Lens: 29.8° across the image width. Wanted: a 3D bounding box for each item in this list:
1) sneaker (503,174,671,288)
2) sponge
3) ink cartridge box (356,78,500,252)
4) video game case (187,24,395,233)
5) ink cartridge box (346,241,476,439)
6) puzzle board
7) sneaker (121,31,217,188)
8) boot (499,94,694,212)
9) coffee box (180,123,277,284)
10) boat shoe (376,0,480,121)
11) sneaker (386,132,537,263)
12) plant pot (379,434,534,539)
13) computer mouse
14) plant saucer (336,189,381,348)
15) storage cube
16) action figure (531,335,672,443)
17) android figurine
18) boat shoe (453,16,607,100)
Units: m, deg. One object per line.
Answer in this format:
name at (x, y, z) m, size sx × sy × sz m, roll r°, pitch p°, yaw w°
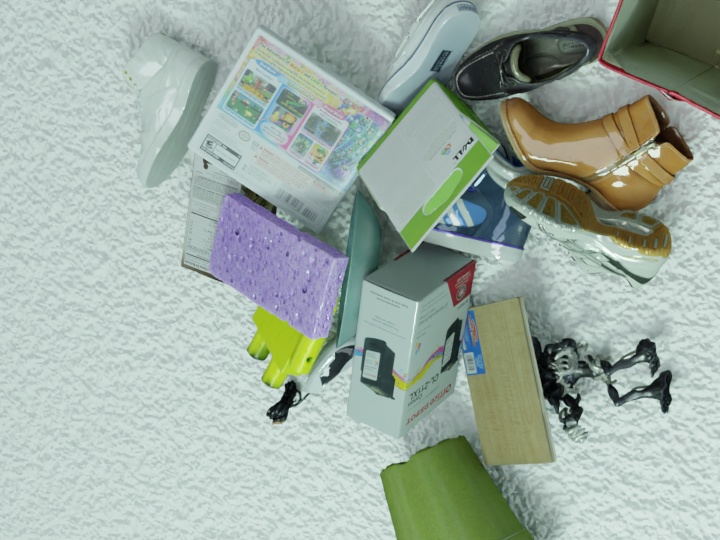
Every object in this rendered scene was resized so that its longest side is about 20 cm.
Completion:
sneaker at (0.250, -0.038, 1.548) m, size 0.199 × 0.076 × 0.088 m, roll 25°, pitch 141°, yaw 11°
sponge at (-0.106, -0.007, 1.674) m, size 0.200 × 0.030 × 0.112 m, roll 31°, pitch 117°, yaw 34°
ink cartridge box at (0.093, -0.109, 1.575) m, size 0.148 × 0.076 × 0.200 m, roll -49°, pitch 35°, yaw 15°
video game case at (-0.086, -0.172, 1.666) m, size 0.199 × 0.024 × 0.182 m, roll 33°, pitch 112°, yaw -3°
ink cartridge box at (0.063, 0.085, 1.680) m, size 0.082 × 0.146 × 0.201 m, roll 22°, pitch 122°, yaw 26°
puzzle board at (0.179, 0.139, 1.668) m, size 0.151 × 0.017 × 0.201 m, roll -17°, pitch 83°, yaw 62°
sneaker at (-0.281, -0.222, 1.844) m, size 0.115 × 0.074 × 0.201 m, roll 33°, pitch 108°, yaw 19°
boot at (0.267, -0.152, 1.543) m, size 0.200 × 0.077 × 0.155 m, roll 51°, pitch 128°, yaw 0°
coffee box at (-0.166, -0.098, 1.788) m, size 0.079 × 0.113 × 0.201 m, roll 19°, pitch 114°, yaw 21°
boat shoe at (0.077, -0.261, 1.637) m, size 0.200 × 0.073 × 0.066 m, roll -48°, pitch 47°, yaw 38°
sneaker at (0.131, -0.099, 1.654) m, size 0.199 × 0.080 × 0.147 m, roll 17°, pitch 96°, yaw 37°
plant pot at (0.116, 0.320, 1.732) m, size 0.200 × 0.200 × 0.191 m, roll -31°, pitch 76°, yaw 32°
computer mouse at (-0.050, 0.129, 1.809) m, size 0.200 × 0.110 × 0.044 m, roll -41°, pitch 91°, yaw 23°
plant saucer at (0.000, 0.000, 1.696) m, size 0.038 × 0.201 × 0.202 m, roll 7°, pitch 111°, yaw -3°
storage cube at (0.376, -0.273, 1.393) m, size 0.170 × 0.180 × 0.201 m, roll 28°, pitch 116°, yaw 19°
action figure at (0.265, 0.134, 1.626) m, size 0.199 × 0.102 × 0.119 m, roll -8°, pitch 112°, yaw 29°
android figurine at (-0.089, 0.052, 1.789) m, size 0.201 × 0.041 × 0.182 m, roll -61°, pitch 37°, yaw 26°
boat shoe at (0.190, -0.243, 1.573) m, size 0.199 × 0.065 × 0.072 m, roll -11°, pitch 101°, yaw 32°
